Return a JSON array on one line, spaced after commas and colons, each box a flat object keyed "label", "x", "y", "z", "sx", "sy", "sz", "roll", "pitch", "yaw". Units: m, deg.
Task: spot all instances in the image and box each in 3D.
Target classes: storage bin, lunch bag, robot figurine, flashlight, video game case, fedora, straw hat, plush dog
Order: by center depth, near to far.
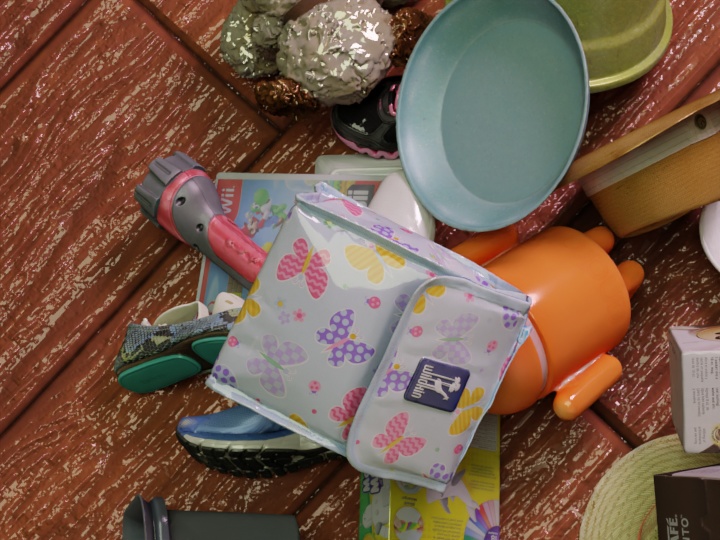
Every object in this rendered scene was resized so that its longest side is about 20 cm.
[{"label": "lunch bag", "x": 0.012, "y": 0.052, "z": 1.320, "sx": 0.199, "sy": 0.127, "sz": 0.170, "roll": 28, "pitch": 102, "yaw": 3}, {"label": "straw hat", "x": 0.267, "y": 0.208, "z": 1.377, "sx": 0.200, "sy": 0.085, "sz": 0.202, "roll": -4, "pitch": 72, "yaw": 12}, {"label": "robot figurine", "x": 0.137, "y": 0.039, "z": 1.422, "sx": 0.200, "sy": 0.116, "sz": 0.144, "roll": -32, "pitch": 111, "yaw": -28}, {"label": "storage bin", "x": -0.118, "y": 0.287, "z": 1.425, "sx": 0.134, "sy": 0.146, "sz": 0.201, "roll": 1, "pitch": 72, "yaw": -16}, {"label": "fedora", "x": 0.245, "y": -0.080, "z": 1.427, "sx": 0.200, "sy": 0.201, "sz": 0.082, "roll": -26, "pitch": 89, "yaw": 4}, {"label": "flashlight", "x": -0.107, "y": -0.026, "z": 1.510, "sx": 0.200, "sy": 0.068, "sz": 0.068, "roll": 36, "pitch": 96, "yaw": 29}, {"label": "plush dog", "x": -0.030, "y": -0.220, "z": 1.523, "sx": 0.199, "sy": 0.161, "sz": 0.172, "roll": -28, "pitch": 62, "yaw": 2}, {"label": "video game case", "x": -0.046, "y": -0.014, "z": 1.528, "sx": 0.199, "sy": 0.017, "sz": 0.144, "roll": 2, "pitch": 76, "yaw": 24}]

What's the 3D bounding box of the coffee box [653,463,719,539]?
[{"label": "coffee box", "x": 0.318, "y": 0.195, "z": 1.304, "sx": 0.080, "sy": 0.199, "sz": 0.114, "roll": -5, "pitch": 89, "yaw": 55}]

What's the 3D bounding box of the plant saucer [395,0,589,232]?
[{"label": "plant saucer", "x": 0.112, "y": -0.129, "z": 1.409, "sx": 0.199, "sy": 0.036, "sz": 0.201, "roll": -6, "pitch": 81, "yaw": 44}]

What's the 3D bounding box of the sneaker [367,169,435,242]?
[{"label": "sneaker", "x": 0.000, "y": 0.000, "z": 1.435, "sx": 0.070, "sy": 0.080, "sz": 0.201, "roll": 1, "pitch": 63, "yaw": 49}]

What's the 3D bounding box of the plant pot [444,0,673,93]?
[{"label": "plant pot", "x": 0.176, "y": -0.282, "z": 1.452, "sx": 0.199, "sy": 0.185, "sz": 0.201, "roll": 2, "pitch": 48, "yaw": -2}]

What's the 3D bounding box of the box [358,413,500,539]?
[{"label": "box", "x": 0.057, "y": 0.195, "z": 1.417, "sx": 0.048, "sy": 0.117, "sz": 0.201, "roll": -23, "pitch": 61, "yaw": 52}]

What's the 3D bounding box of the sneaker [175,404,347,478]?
[{"label": "sneaker", "x": -0.058, "y": 0.119, "z": 1.489, "sx": 0.199, "sy": 0.079, "sz": 0.090, "roll": -8, "pitch": 65, "yaw": 1}]

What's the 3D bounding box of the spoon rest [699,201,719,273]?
[{"label": "spoon rest", "x": 0.344, "y": 0.011, "z": 1.435, "sx": 0.099, "sy": 0.061, "sz": 0.201, "roll": -19, "pitch": 72, "yaw": 6}]

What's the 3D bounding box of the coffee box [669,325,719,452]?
[{"label": "coffee box", "x": 0.339, "y": 0.085, "z": 1.329, "sx": 0.199, "sy": 0.113, "sz": 0.080, "roll": -3, "pitch": 98, "yaw": 6}]

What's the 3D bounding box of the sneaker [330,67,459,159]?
[{"label": "sneaker", "x": 0.067, "y": -0.149, "z": 1.520, "sx": 0.199, "sy": 0.095, "sz": 0.079, "roll": -3, "pitch": 67, "yaw": 11}]

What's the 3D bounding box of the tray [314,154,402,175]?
[{"label": "tray", "x": 0.006, "y": -0.010, "z": 1.534, "sx": 0.107, "sy": 0.022, "sz": 0.201, "roll": -1, "pitch": 74, "yaw": 11}]

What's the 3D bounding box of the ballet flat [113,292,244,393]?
[{"label": "ballet flat", "x": -0.130, "y": 0.053, "z": 1.496, "sx": 0.199, "sy": 0.074, "sz": 0.075, "roll": -12, "pitch": 70, "yaw": 32}]
